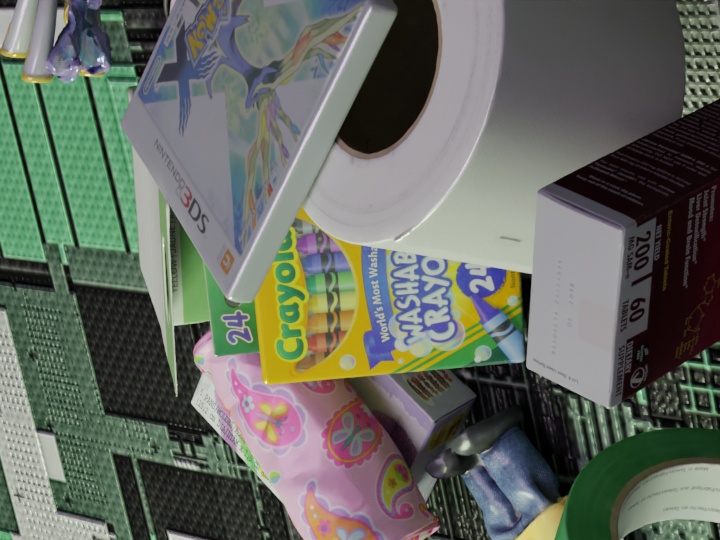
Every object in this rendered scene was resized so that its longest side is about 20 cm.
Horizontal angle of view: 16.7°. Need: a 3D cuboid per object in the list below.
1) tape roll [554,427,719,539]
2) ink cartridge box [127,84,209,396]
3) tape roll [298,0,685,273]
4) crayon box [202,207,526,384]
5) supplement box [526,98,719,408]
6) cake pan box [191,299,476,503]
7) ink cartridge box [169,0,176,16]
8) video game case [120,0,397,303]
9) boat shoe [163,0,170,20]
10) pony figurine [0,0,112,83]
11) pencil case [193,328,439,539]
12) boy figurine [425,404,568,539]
[{"bbox_3d":[0.205,0.173,1.367,0.200,0.200,0.048,39,135,28],"label":"tape roll"},{"bbox_3d":[-0.123,-0.026,1.676,0.200,0.048,0.147,-118,24,-60],"label":"ink cartridge box"},{"bbox_3d":[0.064,-0.105,1.368,0.202,0.138,0.204,-16,70,50],"label":"tape roll"},{"bbox_3d":[0.000,0.000,1.523,0.052,0.198,0.127,-93,-2,-66],"label":"crayon box"},{"bbox_3d":[0.175,-0.018,1.298,0.061,0.199,0.110,25,128,36],"label":"supplement box"},{"bbox_3d":[-0.024,0.087,1.701,0.200,0.052,0.185,46,136,21],"label":"cake pan box"},{"bbox_3d":[-0.049,-0.185,1.486,0.116,0.067,0.202,16,107,30],"label":"ink cartridge box"},{"bbox_3d":[-0.064,-0.115,1.408,0.201,0.022,0.183,-62,40,25],"label":"video game case"},{"bbox_3d":[-0.073,-0.229,1.576,0.072,0.060,0.202,49,139,18],"label":"boat shoe"},{"bbox_3d":[-0.198,-0.231,1.649,0.193,0.165,0.202,-137,51,-68],"label":"pony figurine"},{"bbox_3d":[-0.031,0.111,1.621,0.201,0.087,0.087,55,140,12],"label":"pencil case"},{"bbox_3d":[0.122,0.191,1.581,0.201,0.064,0.124,59,138,11],"label":"boy figurine"}]
